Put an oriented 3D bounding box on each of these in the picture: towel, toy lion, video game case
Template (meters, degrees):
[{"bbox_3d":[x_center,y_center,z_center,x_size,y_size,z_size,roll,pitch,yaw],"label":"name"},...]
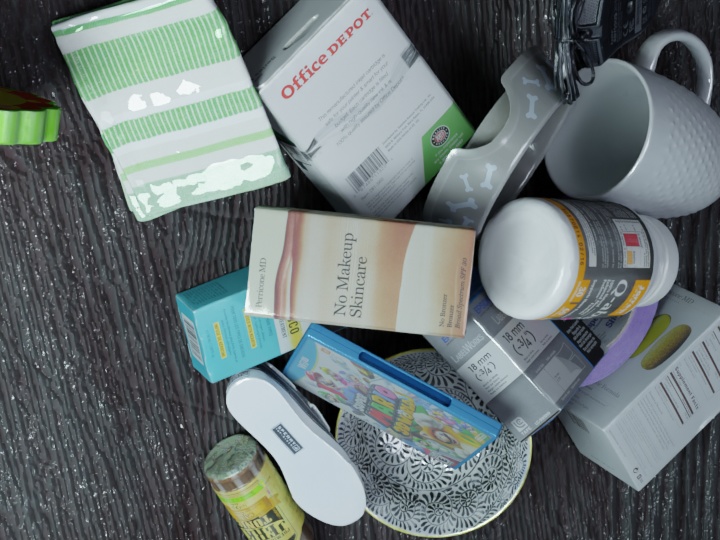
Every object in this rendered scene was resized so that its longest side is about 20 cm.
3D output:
[{"bbox_3d":[-0.166,-0.145,1.271,0.152,0.023,0.201,-15,120,12],"label":"towel"},{"bbox_3d":[-0.330,-0.124,1.128,0.191,0.200,0.069,7,103,-12],"label":"toy lion"},{"bbox_3d":[0.025,0.123,1.389,0.199,0.143,0.018,29,67,-2],"label":"video game case"}]

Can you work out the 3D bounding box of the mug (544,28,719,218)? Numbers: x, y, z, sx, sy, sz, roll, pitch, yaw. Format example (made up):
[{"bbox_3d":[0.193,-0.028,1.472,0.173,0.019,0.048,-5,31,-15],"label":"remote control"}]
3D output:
[{"bbox_3d":[0.309,-0.152,1.517,0.175,0.147,0.201,13,95,-38],"label":"mug"}]

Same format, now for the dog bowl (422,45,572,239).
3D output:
[{"bbox_3d":[0.139,-0.117,1.412,0.059,0.200,0.200,34,88,9],"label":"dog bowl"}]

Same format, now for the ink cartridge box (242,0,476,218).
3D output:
[{"bbox_3d":[-0.008,-0.156,1.364,0.146,0.084,0.200,-46,123,-8],"label":"ink cartridge box"}]

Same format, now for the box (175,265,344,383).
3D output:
[{"bbox_3d":[-0.073,0.031,1.416,0.199,0.049,0.083,-22,118,-21],"label":"box"}]

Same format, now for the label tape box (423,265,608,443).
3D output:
[{"bbox_3d":[0.135,0.051,1.433,0.063,0.200,0.144,-46,176,35],"label":"label tape box"}]

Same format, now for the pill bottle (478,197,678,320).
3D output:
[{"bbox_3d":[0.217,-0.011,1.421,0.199,0.116,0.117,1,108,-45],"label":"pill bottle"}]

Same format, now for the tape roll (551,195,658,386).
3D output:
[{"bbox_3d":[0.228,0.023,1.579,0.199,0.066,0.201,-11,113,-26],"label":"tape roll"}]

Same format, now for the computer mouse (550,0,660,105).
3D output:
[{"bbox_3d":[0.224,-0.253,1.373,0.200,0.053,0.139,-37,135,-44],"label":"computer mouse"}]

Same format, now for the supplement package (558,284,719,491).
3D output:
[{"bbox_3d":[0.329,0.126,1.646,0.200,0.114,0.110,-42,124,-12],"label":"supplement package"}]

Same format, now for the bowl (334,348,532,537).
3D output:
[{"bbox_3d":[0.077,0.164,1.505,0.200,0.094,0.202,1,104,6],"label":"bowl"}]

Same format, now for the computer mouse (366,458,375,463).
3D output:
[{"bbox_3d":[0.020,0.228,1.551,0.199,0.034,0.059,19,97,-34],"label":"computer mouse"}]

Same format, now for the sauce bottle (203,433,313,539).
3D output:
[{"bbox_3d":[-0.087,0.255,1.479,0.065,0.065,0.200,-38,121,-13],"label":"sauce bottle"}]

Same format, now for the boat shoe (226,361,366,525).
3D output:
[{"bbox_3d":[-0.061,0.166,1.449,0.072,0.068,0.200,-34,110,18],"label":"boat shoe"}]

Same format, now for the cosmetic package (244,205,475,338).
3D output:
[{"bbox_3d":[0.000,0.000,1.321,0.199,0.087,0.104,5,93,1],"label":"cosmetic package"}]
